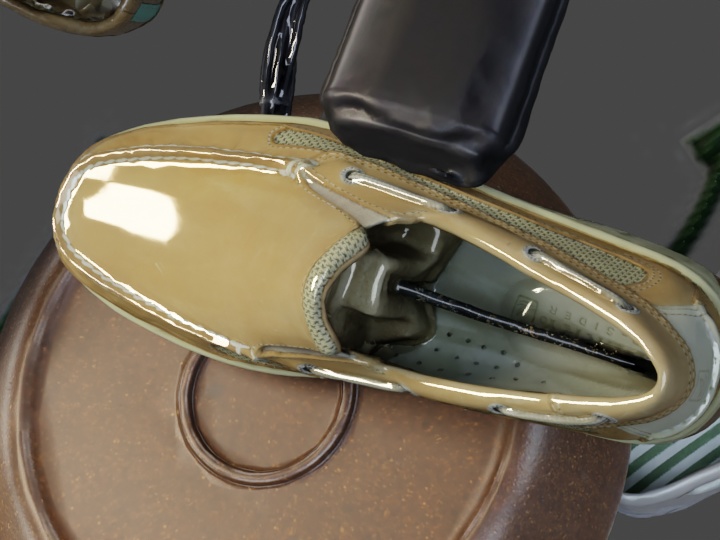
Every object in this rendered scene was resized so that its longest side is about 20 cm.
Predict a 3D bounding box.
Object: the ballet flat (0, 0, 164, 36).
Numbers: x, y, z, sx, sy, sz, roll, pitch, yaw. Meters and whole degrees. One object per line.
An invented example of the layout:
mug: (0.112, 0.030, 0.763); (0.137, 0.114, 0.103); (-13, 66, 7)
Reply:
ballet flat: (-0.139, -0.125, 0.843); (0.200, 0.072, 0.068); (34, 103, -16)

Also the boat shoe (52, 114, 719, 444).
boat shoe: (0.000, 0.000, 0.790); (0.200, 0.076, 0.072); (10, 97, 21)

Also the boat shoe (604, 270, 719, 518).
boat shoe: (0.147, 0.008, 0.856); (0.200, 0.067, 0.074); (-42, 91, 8)

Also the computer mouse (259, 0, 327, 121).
computer mouse: (0.030, -0.110, 0.859); (0.059, 0.034, 0.200); (31, 86, 9)

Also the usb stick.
usb stick: (0.044, -0.117, 0.807); (0.055, 0.033, 0.200); (16, 72, 14)

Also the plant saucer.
plant saucer: (-0.023, 0.039, 0.853); (0.200, 0.034, 0.201); (-5, 73, 16)
